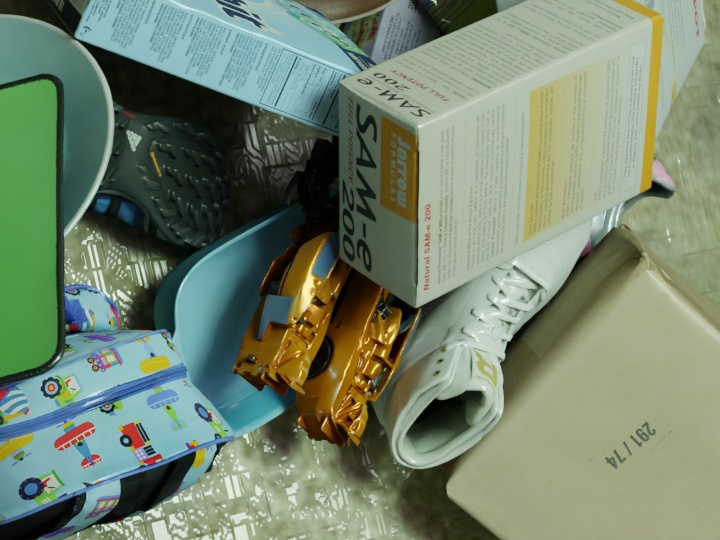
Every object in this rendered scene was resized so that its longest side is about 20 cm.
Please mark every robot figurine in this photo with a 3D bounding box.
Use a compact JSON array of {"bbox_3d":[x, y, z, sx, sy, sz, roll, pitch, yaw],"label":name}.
[{"bbox_3d":[0.000,0.000,1.445,0.145,0.058,0.200,44,65,-47],"label":"robot figurine"}]

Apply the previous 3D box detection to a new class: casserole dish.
[{"bbox_3d":[-0.059,0.023,1.457,0.200,0.039,0.122,-32,118,-41],"label":"casserole dish"}]

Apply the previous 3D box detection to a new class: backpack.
[{"bbox_3d":[-0.176,0.082,1.260,0.182,0.200,0.135,-16,89,-39],"label":"backpack"}]

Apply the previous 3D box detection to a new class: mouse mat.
[{"bbox_3d":[-0.230,-0.012,1.234,0.008,0.160,0.201,62,18,-51],"label":"mouse mat"}]

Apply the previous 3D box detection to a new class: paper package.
[{"bbox_3d":[0.176,0.108,1.519,0.190,0.104,0.200,40,100,-14],"label":"paper package"}]

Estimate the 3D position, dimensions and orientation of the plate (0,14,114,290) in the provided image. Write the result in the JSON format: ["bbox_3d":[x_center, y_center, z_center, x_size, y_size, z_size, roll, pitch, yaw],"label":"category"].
[{"bbox_3d":[-0.224,-0.054,1.283,0.026,0.199,0.201,58,42,-54],"label":"plate"}]

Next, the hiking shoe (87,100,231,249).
[{"bbox_3d":[-0.152,-0.067,1.401,0.200,0.086,0.075,31,72,-56],"label":"hiking shoe"}]

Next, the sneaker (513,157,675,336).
[{"bbox_3d":[0.137,-0.007,1.568,0.082,0.070,0.200,31,79,9],"label":"sneaker"}]

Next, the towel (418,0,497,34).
[{"bbox_3d":[0.058,-0.254,1.588,0.144,0.023,0.200,-41,100,-36],"label":"towel"}]

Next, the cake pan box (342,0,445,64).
[{"bbox_3d":[0.083,-0.177,1.636,0.184,0.052,0.201,34,59,-30],"label":"cake pan box"}]

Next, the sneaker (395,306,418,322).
[{"bbox_3d":[0.074,-0.054,1.548,0.078,0.070,0.201,-7,112,-42],"label":"sneaker"}]

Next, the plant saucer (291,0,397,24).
[{"bbox_3d":[-0.030,-0.260,1.519,0.199,0.034,0.201,0,96,-4],"label":"plant saucer"}]

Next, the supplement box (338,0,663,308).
[{"bbox_3d":[0.083,-0.079,1.384,0.200,0.073,0.126,-25,132,-33],"label":"supplement box"}]

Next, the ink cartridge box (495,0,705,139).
[{"bbox_3d":[0.162,-0.172,1.548,0.200,0.087,0.146,-55,140,-52],"label":"ink cartridge box"}]

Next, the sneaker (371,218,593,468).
[{"bbox_3d":[0.085,0.039,1.465,0.074,0.200,0.116,33,17,-23],"label":"sneaker"}]

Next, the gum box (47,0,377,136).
[{"bbox_3d":[-0.093,-0.149,1.399,0.199,0.170,0.045,20,104,-26],"label":"gum box"}]
